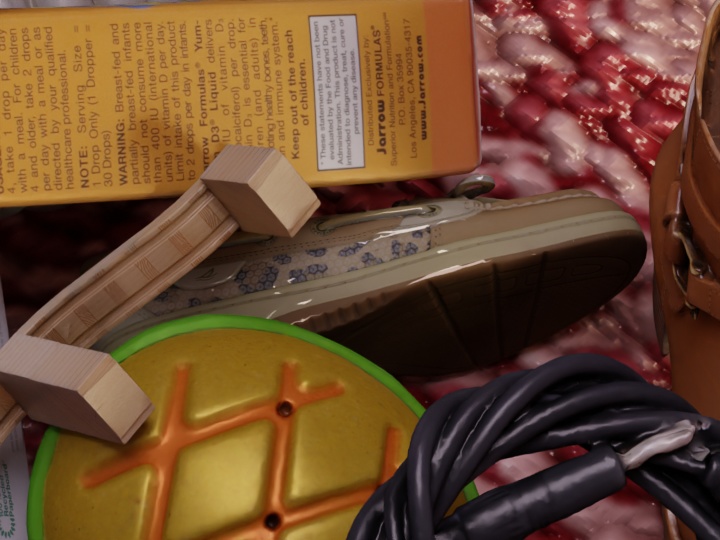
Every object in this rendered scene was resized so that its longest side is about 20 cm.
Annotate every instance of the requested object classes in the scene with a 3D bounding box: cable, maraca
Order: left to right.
[{"bbox_3d":[-0.015,0.101,0.946,0.200,0.107,0.137,39,80,4],"label":"maraca"},{"bbox_3d":[0.058,0.130,0.898,0.163,0.051,0.201,28,89,-21],"label":"cable"}]

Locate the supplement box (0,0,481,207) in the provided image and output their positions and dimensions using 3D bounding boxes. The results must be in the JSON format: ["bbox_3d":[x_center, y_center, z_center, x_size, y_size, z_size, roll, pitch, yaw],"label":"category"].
[{"bbox_3d":[-0.059,-0.058,0.988,0.199,0.066,0.069,-7,96,-32],"label":"supplement box"}]

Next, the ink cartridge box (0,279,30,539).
[{"bbox_3d":[-0.182,0.039,0.910,0.039,0.200,0.100,-18,73,31],"label":"ink cartridge box"}]

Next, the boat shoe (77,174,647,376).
[{"bbox_3d":[0.000,0.000,1.031,0.199,0.073,0.063,-13,59,-7],"label":"boat shoe"}]

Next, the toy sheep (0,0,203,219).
[{"bbox_3d":[-0.131,-0.078,1.052,0.199,0.138,0.138,-20,56,-35],"label":"toy sheep"}]

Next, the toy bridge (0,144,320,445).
[{"bbox_3d":[-0.092,0.035,0.922,0.200,0.027,0.067,-50,29,-20],"label":"toy bridge"}]

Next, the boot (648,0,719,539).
[{"bbox_3d":[0.134,0.024,0.964,0.073,0.155,0.201,-12,57,-8],"label":"boot"}]
